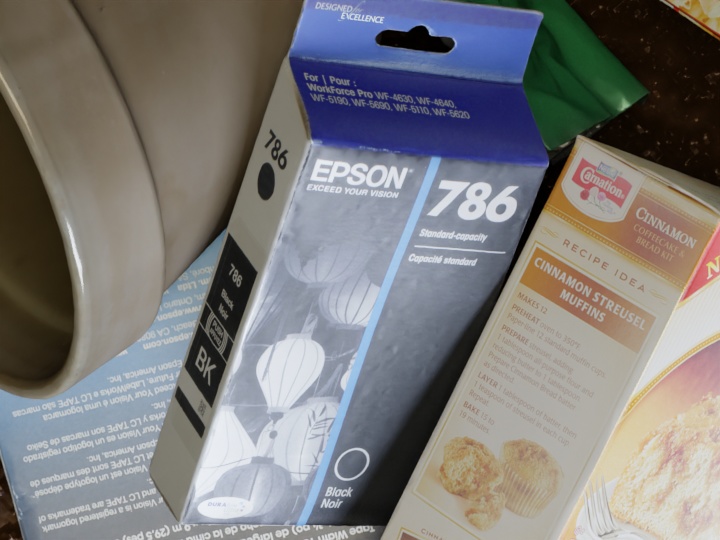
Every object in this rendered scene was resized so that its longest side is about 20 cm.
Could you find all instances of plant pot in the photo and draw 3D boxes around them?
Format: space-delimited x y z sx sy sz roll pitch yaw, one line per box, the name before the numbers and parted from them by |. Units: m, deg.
plant pot | -0.093 -0.083 1.069 0.173 0.200 0.200 -33 95 -27

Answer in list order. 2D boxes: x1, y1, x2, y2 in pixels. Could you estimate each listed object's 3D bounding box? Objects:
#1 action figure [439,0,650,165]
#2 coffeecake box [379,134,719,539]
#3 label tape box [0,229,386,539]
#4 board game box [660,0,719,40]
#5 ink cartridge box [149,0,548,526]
action figure | 0.021 -0.126 1.119 0.055 0.118 0.200 -39 85 20
coffeecake box | 0.100 0.066 1.097 0.073 0.153 0.201 31 100 35
label tape box | -0.060 0.081 1.159 0.144 0.063 0.201 -13 96 4
board game box | 0.094 -0.199 1.077 0.200 0.046 0.152 32 111 -11
ink cartridge box | 0.000 0.000 1.046 0.099 0.039 0.201 3 119 -29
